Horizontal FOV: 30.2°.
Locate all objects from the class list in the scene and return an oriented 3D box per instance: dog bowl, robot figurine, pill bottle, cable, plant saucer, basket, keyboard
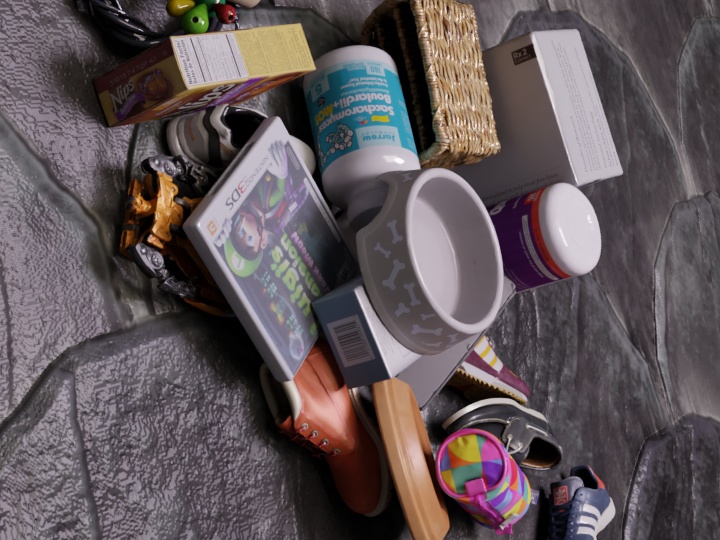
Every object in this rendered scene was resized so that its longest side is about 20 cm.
[{"bbox_3d":[0.079,-0.015,1.384,0.200,0.059,0.200,25,58,-48],"label":"dog bowl"},{"bbox_3d":[-0.158,-0.026,1.305,0.200,0.058,0.145,30,53,-42],"label":"robot figurine"},{"bbox_3d":[0.181,-0.028,1.610,0.112,0.200,0.113,23,58,-45],"label":"pill bottle"},{"bbox_3d":[-0.207,-0.293,1.358,0.200,0.051,0.163,-17,89,-52],"label":"cable"},{"bbox_3d":[0.004,-0.142,1.485,0.111,0.111,0.200,18,51,-47],"label":"pill bottle"},{"bbox_3d":[0.056,0.201,1.414,0.200,0.037,0.200,-16,90,-86],"label":"plant saucer"},{"bbox_3d":[0.059,-0.217,1.574,0.149,0.143,0.200,-5,83,-58],"label":"basket"},{"bbox_3d":[0.086,0.060,1.535,0.104,0.040,0.200,43,68,-6],"label":"keyboard"}]

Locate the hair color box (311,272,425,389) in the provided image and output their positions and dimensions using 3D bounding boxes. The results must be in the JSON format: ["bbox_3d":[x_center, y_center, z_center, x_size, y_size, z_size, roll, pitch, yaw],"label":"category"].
[{"bbox_3d":[0.040,0.040,1.413,0.200,0.061,0.099,-31,100,-54],"label":"hair color box"}]

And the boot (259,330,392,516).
[{"bbox_3d":[-0.039,0.169,1.374,0.107,0.075,0.200,-20,88,-43],"label":"boot"}]

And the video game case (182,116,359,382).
[{"bbox_3d":[-0.082,-0.022,1.329,0.200,0.023,0.182,62,40,-29],"label":"video game case"}]

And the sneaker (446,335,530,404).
[{"bbox_3d":[0.140,0.103,1.610,0.200,0.075,0.090,30,59,-43],"label":"sneaker"}]

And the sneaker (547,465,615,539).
[{"bbox_3d":[0.260,0.313,1.680,0.085,0.075,0.200,66,28,-10],"label":"sneaker"}]

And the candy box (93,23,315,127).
[{"bbox_3d":[-0.153,-0.196,1.333,0.200,0.117,0.057,-18,90,-52],"label":"candy box"}]

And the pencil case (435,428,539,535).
[{"bbox_3d":[0.142,0.238,1.498,0.200,0.088,0.089,51,36,-63],"label":"pencil case"}]

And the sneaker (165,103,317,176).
[{"bbox_3d":[-0.106,-0.125,1.394,0.200,0.080,0.074,8,67,-52],"label":"sneaker"}]

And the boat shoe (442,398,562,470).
[{"bbox_3d":[0.176,0.201,1.607,0.200,0.072,0.068,20,36,-47],"label":"boat shoe"}]

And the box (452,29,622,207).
[{"bbox_3d":[0.194,-0.180,1.688,0.131,0.199,0.200,-15,88,-52],"label":"box"}]

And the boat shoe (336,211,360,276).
[{"bbox_3d":[0.000,0.000,1.489,0.200,0.072,0.069,-76,157,-46],"label":"boat shoe"}]

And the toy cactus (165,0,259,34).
[{"bbox_3d":[-0.151,-0.320,1.349,0.165,0.102,0.200,26,42,-57],"label":"toy cactus"}]
